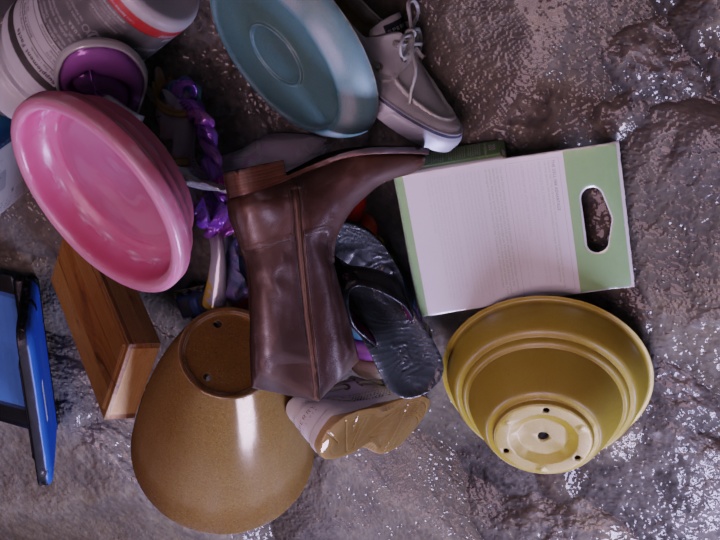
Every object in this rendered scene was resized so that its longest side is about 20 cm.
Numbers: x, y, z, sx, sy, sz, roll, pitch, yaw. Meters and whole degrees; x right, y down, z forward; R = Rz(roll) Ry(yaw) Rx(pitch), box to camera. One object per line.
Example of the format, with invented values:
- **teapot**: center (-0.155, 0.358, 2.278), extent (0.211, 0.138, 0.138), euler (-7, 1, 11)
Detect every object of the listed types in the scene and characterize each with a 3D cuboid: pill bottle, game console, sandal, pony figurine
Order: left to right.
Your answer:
- **game console**: center (-0.395, 0.110, 1.520), extent (0.117, 0.171, 0.202), euler (-5, 119, -6)
- **pill bottle**: center (-0.251, -0.220, 1.277), extent (0.199, 0.114, 0.114), euler (-30, 104, 32)
- **sandal**: center (-0.228, -0.138, 1.265), extent (0.081, 0.050, 0.203), euler (-10, 156, -13)
- **pony figurine**: center (-0.138, -0.072, 1.297), extent (0.192, 0.166, 0.202), euler (21, 118, 36)
- **sandal**: center (0.016, 0.034, 1.256), extent (0.075, 0.048, 0.201), euler (-36, 113, 1)

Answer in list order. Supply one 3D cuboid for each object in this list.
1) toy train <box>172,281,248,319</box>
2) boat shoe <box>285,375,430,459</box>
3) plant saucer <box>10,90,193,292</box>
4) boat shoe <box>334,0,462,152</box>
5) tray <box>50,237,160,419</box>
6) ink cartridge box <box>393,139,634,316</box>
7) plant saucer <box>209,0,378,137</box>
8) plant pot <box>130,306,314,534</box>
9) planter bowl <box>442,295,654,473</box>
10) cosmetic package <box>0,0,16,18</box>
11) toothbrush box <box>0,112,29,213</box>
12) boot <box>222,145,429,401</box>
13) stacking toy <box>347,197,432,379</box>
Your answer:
- **toy train**: center (-0.104, 0.019, 1.392), extent (0.198, 0.046, 0.034), euler (-12, 113, 27)
- **boat shoe**: center (-0.001, 0.130, 1.344), extent (0.069, 0.199, 0.071), euler (37, 104, 26)
- **plant saucer**: center (-0.215, -0.074, 1.219), extent (0.199, 0.051, 0.202), euler (29, 144, 23)
- **boat shoe**: center (0.023, -0.194, 1.215), extent (0.202, 0.075, 0.086), euler (43, 120, 6)
- **tray**: center (-0.255, 0.039, 1.391), extent (0.201, 0.037, 0.099), euler (58, 137, 39)
- **ink cartridge box**: center (0.137, -0.043, 1.264), extent (0.197, 0.048, 0.147), euler (-9, 116, 6)
- **plant saucer**: center (-0.065, -0.190, 1.207), extent (0.200, 0.027, 0.201), euler (38, 156, 21)
- **plant pot**: center (-0.127, 0.123, 1.336), extent (0.185, 0.187, 0.201), euler (24, 148, 7)
- **planter bowl**: center (0.169, 0.125, 1.292), extent (0.198, 0.084, 0.202), euler (5, 130, 6)
- **cosmetic package**: center (-0.430, -0.286, 1.259), extent (0.164, 0.200, 0.169), euler (0, 118, 22)
- **toothbrush box**: center (-0.428, -0.127, 1.380), extent (0.198, 0.147, 0.086), euler (19, 123, 12)
- **boot**: center (-0.016, 0.001, 1.193), extent (0.184, 0.064, 0.203), euler (-11, 95, -9)
- **stacking toy**: center (0.000, 0.000, 1.302), extent (0.084, 0.086, 0.201), euler (-6, 123, 24)
